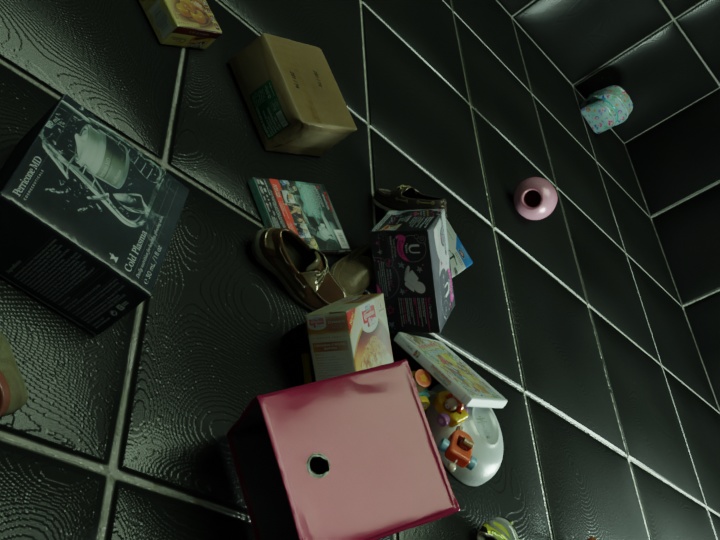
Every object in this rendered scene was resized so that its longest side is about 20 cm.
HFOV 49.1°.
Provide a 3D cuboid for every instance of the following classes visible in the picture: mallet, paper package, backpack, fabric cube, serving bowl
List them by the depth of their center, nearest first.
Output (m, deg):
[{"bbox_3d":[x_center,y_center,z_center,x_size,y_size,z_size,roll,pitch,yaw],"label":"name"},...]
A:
[{"bbox_3d":[-0.030,0.248,0.980,0.199,0.200,0.197,-10,70,-24],"label":"fabric cube"},{"bbox_3d":[-0.072,0.172,1.181,0.041,0.066,0.201,8,57,-38],"label":"mallet"},{"bbox_3d":[0.209,0.297,1.479,0.200,0.066,0.201,35,39,-35],"label":"serving bowl"},{"bbox_3d":[-0.127,-0.331,1.499,0.190,0.103,0.200,-6,70,-55],"label":"paper package"},{"bbox_3d":[1.092,-0.715,3.491,0.178,0.200,0.151,51,52,-15],"label":"backpack"}]

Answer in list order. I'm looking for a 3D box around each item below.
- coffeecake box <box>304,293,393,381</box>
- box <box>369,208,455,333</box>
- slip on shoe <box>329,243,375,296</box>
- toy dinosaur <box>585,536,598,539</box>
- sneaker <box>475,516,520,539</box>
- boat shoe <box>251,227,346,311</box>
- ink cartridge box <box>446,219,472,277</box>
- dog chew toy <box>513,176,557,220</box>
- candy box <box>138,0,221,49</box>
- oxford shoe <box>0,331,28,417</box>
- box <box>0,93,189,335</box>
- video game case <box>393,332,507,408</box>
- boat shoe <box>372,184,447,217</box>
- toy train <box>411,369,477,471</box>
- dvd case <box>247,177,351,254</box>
[{"bbox_3d":[-0.007,0.148,1.209,0.153,0.073,0.201,-22,104,-66],"label":"coffeecake box"},{"bbox_3d":[0.101,0.000,1.450,0.132,0.114,0.201,-48,135,-60],"label":"box"},{"bbox_3d":[0.000,0.000,1.437,0.076,0.061,0.200,56,31,-4],"label":"slip on shoe"},{"bbox_3d":[0.513,0.640,1.608,0.181,0.105,0.200,34,47,-2],"label":"toy dinosaur"},{"bbox_3d":[0.254,0.527,1.351,0.076,0.075,0.200,5,49,-45],"label":"sneaker"},{"bbox_3d":[-0.088,0.001,1.283,0.200,0.072,0.076,40,51,-32],"label":"boat shoe"},{"bbox_3d":[0.134,-0.034,1.636,0.146,0.084,0.200,59,30,1],"label":"ink cartridge box"},{"bbox_3d":[0.525,-0.213,2.325,0.125,0.124,0.200,63,24,6],"label":"dog chew toy"},{"bbox_3d":[-0.337,-0.490,1.379,0.115,0.055,0.200,-17,78,-58],"label":"candy box"},{"bbox_3d":[-0.411,0.065,0.808,0.200,0.070,0.075,61,4,6],"label":"oxford shoe"},{"bbox_3d":[-0.338,-0.066,0.953,0.196,0.124,0.200,38,37,-28],"label":"box"},{"bbox_3d":[0.169,0.185,1.450,0.182,0.023,0.200,41,11,28],"label":"video game case"},{"bbox_3d":[0.100,-0.140,1.596,0.072,0.200,0.060,-8,114,-37],"label":"boat shoe"},{"bbox_3d":[0.130,0.245,1.353,0.200,0.056,0.150,35,34,1],"label":"toy train"},{"bbox_3d":[-0.105,-0.094,1.407,0.200,0.022,0.146,-5,68,-55],"label":"dvd case"}]
